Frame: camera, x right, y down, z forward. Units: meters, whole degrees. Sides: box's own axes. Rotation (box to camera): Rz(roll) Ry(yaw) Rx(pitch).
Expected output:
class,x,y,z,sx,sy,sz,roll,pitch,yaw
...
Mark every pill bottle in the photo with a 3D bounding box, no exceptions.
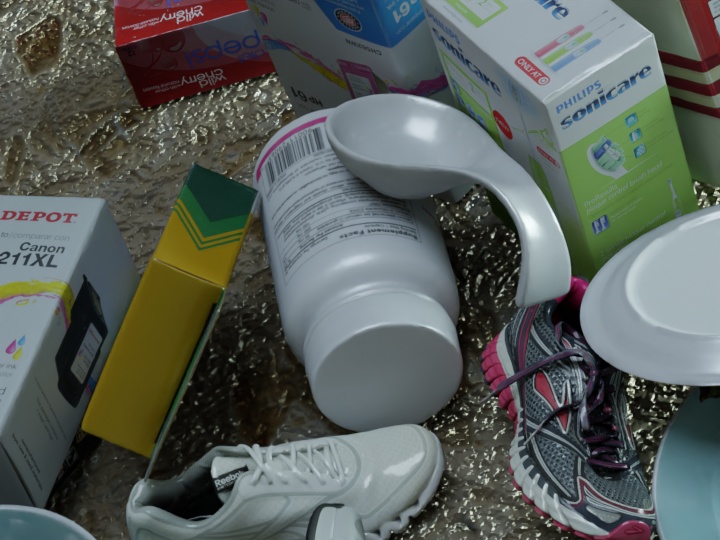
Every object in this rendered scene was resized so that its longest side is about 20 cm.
class,x,y,z,sx,sy,sz,roll,pitch,yaw
pill bottle,0.000,0.000,1.807,0.113,0.113,0.200,-17,44,4

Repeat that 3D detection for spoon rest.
class,x,y,z,sx,sy,sz,roll,pitch,yaw
spoon rest,0.058,-0.057,1.744,0.099,0.061,0.200,-17,44,-34

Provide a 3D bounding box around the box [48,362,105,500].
class,x,y,z,sx,sy,sz,roll,pitch,yaw
box,-0.286,0.115,1.850,0.200,0.050,0.199,20,58,34

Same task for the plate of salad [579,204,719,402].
class,x,y,z,sx,sy,sz,roll,pitch,yaw
plate of salad,0.229,0.017,1.681,0.200,0.048,0.200,-12,31,7

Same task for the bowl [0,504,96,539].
class,x,y,z,sx,sy,sz,roll,pitch,yaw
bowl,-0.217,0.245,1.653,0.200,0.105,0.201,-11,45,11

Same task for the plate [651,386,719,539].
class,x,y,z,sx,sy,sz,roll,pitch,yaw
plate,0.265,0.119,1.635,0.200,0.026,0.201,-13,55,19

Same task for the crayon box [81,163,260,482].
class,x,y,z,sx,sy,sz,roll,pitch,yaw
crayon box,-0.118,0.028,1.762,0.051,0.126,0.200,23,22,-4

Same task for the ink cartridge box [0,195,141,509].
class,x,y,z,sx,sy,sz,roll,pitch,yaw
ink cartridge box,-0.244,0.048,1.805,0.145,0.083,0.200,2,49,21

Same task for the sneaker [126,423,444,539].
class,x,y,z,sx,sy,sz,roll,pitch,yaw
sneaker,-0.046,0.135,1.718,0.200,0.081,0.075,-20,42,-1

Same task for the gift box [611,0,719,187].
class,x,y,z,sx,sy,sz,roll,pitch,yaw
gift box,0.235,-0.179,1.810,0.184,0.200,0.187,-27,21,-19

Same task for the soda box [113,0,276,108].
class,x,y,z,sx,sy,sz,roll,pitch,yaw
soda box,-0.075,-0.184,2.051,0.200,0.063,0.070,-15,43,7

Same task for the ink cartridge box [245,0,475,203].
class,x,y,z,sx,sy,sz,roll,pitch,yaw
ink cartridge box,0.010,-0.155,1.895,0.144,0.200,0.085,25,63,38

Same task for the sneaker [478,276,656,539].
class,x,y,z,sx,sy,sz,roll,pitch,yaw
sneaker,0.127,0.084,1.683,0.075,0.080,0.200,-55,36,28

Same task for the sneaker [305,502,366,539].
class,x,y,z,sx,sy,sz,roll,pitch,yaw
sneaker,0.031,0.217,1.626,0.115,0.076,0.201,-8,52,1

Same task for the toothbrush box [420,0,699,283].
class,x,y,z,sx,sy,sz,roll,pitch,yaw
toothbrush box,0.129,-0.089,1.783,0.086,0.200,0.146,-32,46,-12
